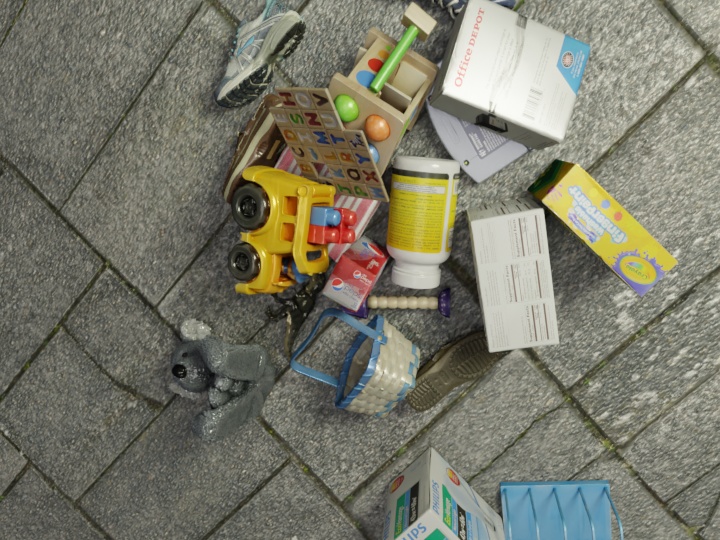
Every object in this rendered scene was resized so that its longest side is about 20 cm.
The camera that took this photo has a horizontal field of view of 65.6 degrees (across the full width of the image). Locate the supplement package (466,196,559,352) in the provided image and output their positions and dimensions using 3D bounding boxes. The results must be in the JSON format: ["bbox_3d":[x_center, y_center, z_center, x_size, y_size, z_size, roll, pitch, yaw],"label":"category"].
[{"bbox_3d":[0.238,0.001,0.893,0.107,0.156,0.207,-8,101,11],"label":"supplement package"}]

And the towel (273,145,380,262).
[{"bbox_3d":[-0.070,-0.128,0.978,0.198,0.030,0.148,37,105,7],"label":"towel"}]

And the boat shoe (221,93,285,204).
[{"bbox_3d":[-0.187,-0.213,0.976,0.075,0.074,0.204,46,109,22],"label":"boat shoe"}]

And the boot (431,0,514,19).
[{"bbox_3d":[0.137,-0.428,0.856,0.193,0.073,0.094,-9,96,11],"label":"boot"}]

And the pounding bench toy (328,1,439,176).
[{"bbox_3d":[0.030,-0.268,0.823,0.122,0.158,0.201,30,147,2],"label":"pounding bench toy"}]

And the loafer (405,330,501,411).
[{"bbox_3d":[0.160,0.168,0.995,0.197,0.067,0.077,-32,100,0],"label":"loafer"}]

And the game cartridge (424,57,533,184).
[{"bbox_3d":[0.183,-0.254,0.909,0.131,0.041,0.203,-30,96,12],"label":"game cartridge"}]

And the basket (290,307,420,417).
[{"bbox_3d":[-0.010,0.159,0.971,0.196,0.142,0.177,25,135,-16],"label":"basket"}]

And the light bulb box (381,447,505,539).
[{"bbox_3d":[0.150,0.467,0.994,0.200,0.198,0.125,45,104,-3],"label":"light bulb box"}]

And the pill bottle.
[{"bbox_3d":[0.100,-0.080,0.923,0.109,0.113,0.207,6,103,8],"label":"pill bottle"}]

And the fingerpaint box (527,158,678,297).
[{"bbox_3d":[0.358,-0.074,0.850,0.199,0.167,0.074,43,106,-1],"label":"fingerpaint box"}]

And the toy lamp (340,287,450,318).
[{"bbox_3d":[0.062,0.058,0.991,0.193,0.058,0.060,0,103,11],"label":"toy lamp"}]

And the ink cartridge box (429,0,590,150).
[{"bbox_3d":[0.218,-0.288,0.831,0.194,0.084,0.149,19,90,-8],"label":"ink cartridge box"}]

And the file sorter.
[{"bbox_3d":[0.358,0.476,0.998,0.193,0.123,0.144,-5,103,11],"label":"file sorter"}]

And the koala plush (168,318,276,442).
[{"bbox_3d":[-0.280,0.192,1.049,0.195,0.182,0.184,12,96,29],"label":"koala plush"}]

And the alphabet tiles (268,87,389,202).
[{"bbox_3d":[-0.052,-0.188,0.848,0.163,0.008,0.202,14,147,35],"label":"alphabet tiles"}]

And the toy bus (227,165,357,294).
[{"bbox_3d":[-0.101,-0.052,0.898,0.186,0.135,0.207,13,102,21],"label":"toy bus"}]

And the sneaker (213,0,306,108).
[{"bbox_3d":[-0.181,-0.364,0.940,0.200,0.077,0.087,-44,81,9],"label":"sneaker"}]

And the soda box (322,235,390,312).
[{"bbox_3d":[0.000,0.000,0.913,0.062,0.200,0.071,30,106,2],"label":"soda box"}]

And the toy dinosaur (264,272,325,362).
[{"bbox_3d":[-0.131,0.074,1.037,0.086,0.048,0.204,23,109,-3],"label":"toy dinosaur"}]
